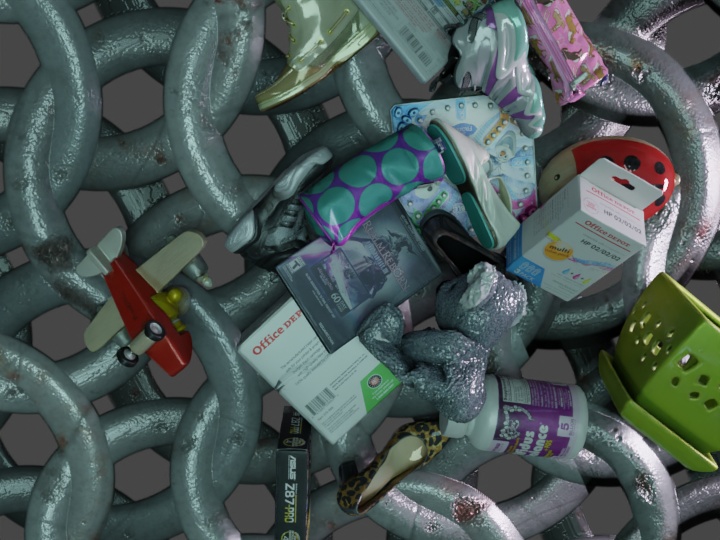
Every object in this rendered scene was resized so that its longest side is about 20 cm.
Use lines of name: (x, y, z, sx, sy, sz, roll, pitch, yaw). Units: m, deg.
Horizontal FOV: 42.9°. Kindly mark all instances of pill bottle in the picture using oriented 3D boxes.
pill bottle: (0.220, 0.212, 1.340, 0.199, 0.112, 0.113, 7, 103, -4)

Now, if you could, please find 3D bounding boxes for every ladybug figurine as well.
ladybug figurine: (0.354, -0.120, 1.287, 0.199, 0.072, 0.136, -8, 103, -1)

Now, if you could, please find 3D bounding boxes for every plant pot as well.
plant pot: (0.460, 0.151, 1.299, 0.199, 0.200, 0.182, 36, 107, -11)

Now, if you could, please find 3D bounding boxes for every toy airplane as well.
toy airplane: (-0.298, 0.034, 1.273, 0.200, 0.141, 0.200, 9, 93, 32)

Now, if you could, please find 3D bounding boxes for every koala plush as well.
koala plush: (0.139, 0.081, 1.237, 0.200, 0.177, 0.184, -50, 56, 5)

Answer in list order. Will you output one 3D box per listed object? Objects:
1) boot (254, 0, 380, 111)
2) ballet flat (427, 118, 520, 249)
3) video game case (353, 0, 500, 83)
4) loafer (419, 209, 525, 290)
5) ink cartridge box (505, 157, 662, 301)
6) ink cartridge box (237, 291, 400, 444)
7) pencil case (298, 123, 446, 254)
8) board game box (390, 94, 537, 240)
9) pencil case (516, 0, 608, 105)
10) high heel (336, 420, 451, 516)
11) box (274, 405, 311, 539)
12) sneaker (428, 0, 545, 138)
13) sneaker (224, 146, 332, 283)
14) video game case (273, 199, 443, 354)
boot: (-0.090, -0.321, 1.216, 0.200, 0.072, 0.155, -38, 103, -1)
ballet flat: (0.159, -0.126, 1.258, 0.069, 0.069, 0.200, -27, 98, 4)
video game case: (0.084, -0.382, 1.213, 0.182, 0.022, 0.200, -43, 102, -9)
loafer: (0.161, -0.005, 1.294, 0.200, 0.063, 0.072, 39, 107, -23)
ink cartridge box: (0.302, -0.051, 1.242, 0.115, 0.068, 0.200, 25, 138, -19)
ink cartridge box: (-0.057, 0.124, 1.318, 0.146, 0.084, 0.200, -42, 102, 6)
pencil case: (0.019, -0.112, 1.217, 0.200, 0.085, 0.093, -33, 84, -9)
board game box: (0.150, -0.143, 1.295, 0.199, 0.026, 0.201, -6, 104, -2)
pencil case: (0.252, -0.322, 1.216, 0.083, 0.087, 0.200, -37, 109, -11)
high heel: (0.059, 0.290, 1.334, 0.200, 0.143, 0.072, -26, 103, 3)
box: (-0.097, 0.318, 1.324, 0.049, 0.161, 0.201, 1, 102, -3)
sneaker: (0.161, -0.248, 1.210, 0.140, 0.078, 0.200, -16, 124, 9)
sneaker: (-0.088, -0.074, 1.278, 0.114, 0.076, 0.200, 43, 103, -13)
video game case: (0.000, 0.000, 1.266, 0.200, 0.019, 0.143, -35, 99, -14)
